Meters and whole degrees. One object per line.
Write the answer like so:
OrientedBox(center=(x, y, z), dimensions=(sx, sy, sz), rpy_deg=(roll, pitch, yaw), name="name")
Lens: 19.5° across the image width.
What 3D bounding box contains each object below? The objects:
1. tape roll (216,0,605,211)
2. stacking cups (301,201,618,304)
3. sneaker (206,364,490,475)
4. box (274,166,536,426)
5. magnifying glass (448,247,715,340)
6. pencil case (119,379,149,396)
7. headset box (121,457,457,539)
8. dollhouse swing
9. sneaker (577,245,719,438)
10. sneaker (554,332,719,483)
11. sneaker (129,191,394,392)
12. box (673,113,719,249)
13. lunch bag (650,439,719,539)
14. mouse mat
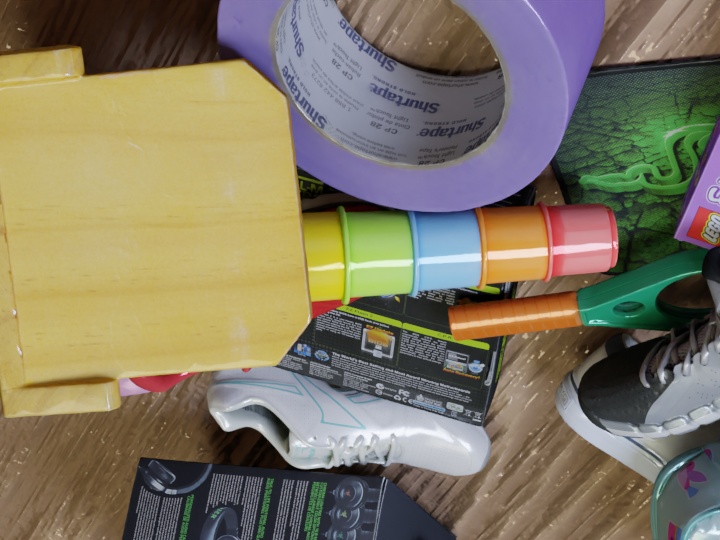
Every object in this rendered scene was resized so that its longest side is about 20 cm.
OrientedBox(center=(0.028, -0.133, 1.148), dimensions=(0.200, 0.085, 0.200), rpy_deg=(13, 136, 13), name="tape roll")
OrientedBox(center=(0.047, -0.013, 1.212), dimensions=(0.200, 0.061, 0.061), rpy_deg=(-4, 138, -9), name="stacking cups")
OrientedBox(center=(-0.011, 0.107, 1.422), dimensions=(0.200, 0.080, 0.070), rpy_deg=(19, 136, 2), name="sneaker")
OrientedBox(center=(0.000, 0.000, 1.332), dimensions=(0.200, 0.048, 0.193), rpy_deg=(15, 135, 9), name="box")
OrientedBox(center=(0.153, 0.019, 1.262), dimensions=(0.200, 0.022, 0.080), rpy_deg=(-9, 150, 10), name="magnifying glass")
OrientedBox(center=(-0.161, -0.018, 1.339), dimensions=(0.087, 0.087, 0.200), rpy_deg=(0, 125, 23), name="pencil case")
OrientedBox(center=(-0.042, 0.204, 1.478), dimensions=(0.200, 0.093, 0.174), rpy_deg=(2, 160, 22), name="headset box")
OrientedBox(center=(-0.133, -0.033, 1.205), dimensions=(0.176, 0.182, 0.200), rpy_deg=(-8, 98, -10), name="dollhouse swing")
OrientedBox(center=(0.201, 0.030, 1.207), dimensions=(0.200, 0.075, 0.116), rpy_deg=(-13, 134, 29), name="sneaker")
OrientedBox(center=(0.221, 0.109, 1.331), dimensions=(0.200, 0.073, 0.071), rpy_deg=(29, 123, -17), name="sneaker")
OrientedBox(center=(-0.056, 0.023, 1.266), dimensions=(0.200, 0.085, 0.077), rpy_deg=(-25, 121, 18), name="sneaker")
OrientedBox(center=(0.266, -0.073, 1.137), dimensions=(0.137, 0.039, 0.200), rpy_deg=(19, 138, 2), name="box")
OrientedBox(center=(0.275, 0.171, 1.293), dimensions=(0.200, 0.077, 0.160), rpy_deg=(-17, 121, -7), name="lunch bag")
OrientedBox(center=(0.207, -0.058, 1.211), dimensions=(0.200, 0.008, 0.161), rpy_deg=(-4, 132, 25), name="mouse mat")
